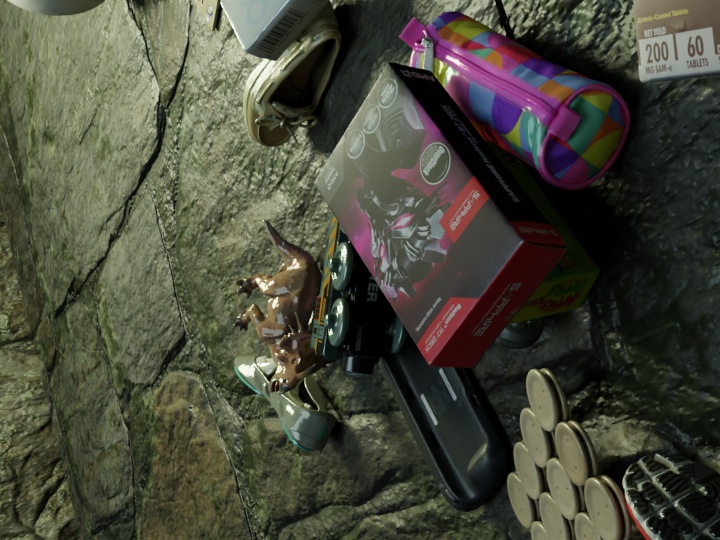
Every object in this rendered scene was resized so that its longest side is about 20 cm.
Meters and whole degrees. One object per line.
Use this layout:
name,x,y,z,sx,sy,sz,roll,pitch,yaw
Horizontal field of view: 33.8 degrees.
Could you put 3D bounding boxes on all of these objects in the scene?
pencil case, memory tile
pencil case,0.110,-0.132,0.891,0.200,0.088,0.089,39,133,48
memory tile,0.162,0.185,0.936,0.200,0.017,0.153,92,159,-49

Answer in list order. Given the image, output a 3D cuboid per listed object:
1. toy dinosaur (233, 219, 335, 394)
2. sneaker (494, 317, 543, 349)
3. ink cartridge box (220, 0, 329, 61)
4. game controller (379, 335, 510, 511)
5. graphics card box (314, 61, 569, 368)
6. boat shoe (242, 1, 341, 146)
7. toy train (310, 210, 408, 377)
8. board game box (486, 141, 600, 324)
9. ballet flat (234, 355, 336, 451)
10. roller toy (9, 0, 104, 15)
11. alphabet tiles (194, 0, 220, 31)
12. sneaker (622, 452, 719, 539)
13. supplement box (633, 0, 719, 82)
toy dinosaur,-0.072,0.042,1.327,0.135,0.086,0.200,-8,76,53
sneaker,0.096,0.039,1.014,0.200,0.066,0.091,-143,46,-58
ink cartridge box,-0.087,-0.334,1.176,0.160,0.047,0.200,-44,58,28
game controller,0.076,0.125,1.119,0.104,0.042,0.200,-52,53,38
graphics card box,0.052,-0.043,0.867,0.126,0.051,0.200,-56,49,32
boat shoe,-0.072,-0.194,1.240,0.063,0.073,0.200,65,149,31
toy train,0.000,0.000,1.135,0.114,0.085,0.200,-177,94,-71
board game box,0.092,-0.049,0.943,0.200,0.101,0.048,60,148,33
ballet flat,-0.086,0.141,1.421,0.200,0.067,0.064,44,109,48
roller toy,-0.447,-0.479,1.731,0.182,0.200,0.140,24,134,6
alphabet tiles,-0.208,-0.429,1.490,0.200,0.008,0.167,60,148,33
sneaker,0.238,0.210,0.791,0.085,0.077,0.200,92,154,-42
supplement box,0.212,-0.217,0.695,0.109,0.061,0.200,6,104,63
